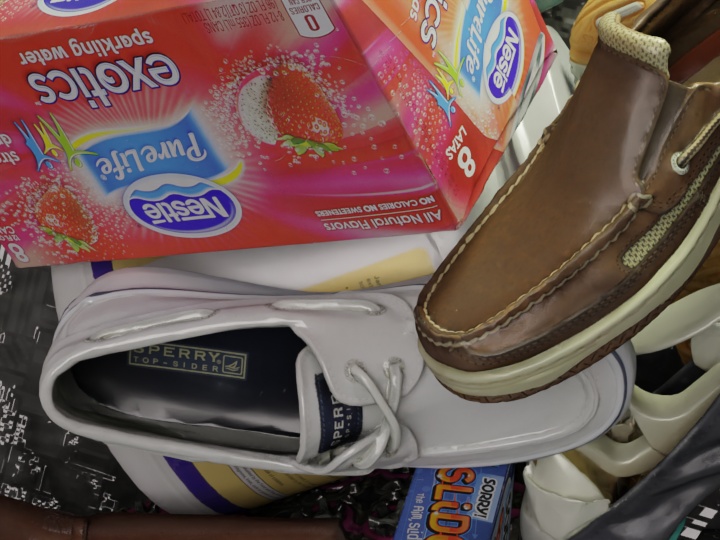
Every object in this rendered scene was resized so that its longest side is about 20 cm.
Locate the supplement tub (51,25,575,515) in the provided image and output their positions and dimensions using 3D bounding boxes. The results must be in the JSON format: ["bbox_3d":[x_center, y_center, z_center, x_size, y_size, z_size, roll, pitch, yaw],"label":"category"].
[{"bbox_3d":[0.000,0.000,0.776,0.199,0.145,0.146,-20,85,14],"label":"supplement tub"}]

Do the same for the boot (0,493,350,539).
[{"bbox_3d":[-0.087,0.089,0.712,0.198,0.187,0.065,6,59,4],"label":"boot"}]

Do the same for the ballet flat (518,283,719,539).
[{"bbox_3d":[0.103,0.058,0.725,0.073,0.073,0.200,51,120,10],"label":"ballet flat"}]

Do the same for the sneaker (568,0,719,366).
[{"bbox_3d":[0.151,-0.030,0.775,0.075,0.088,0.201,-10,110,35],"label":"sneaker"}]

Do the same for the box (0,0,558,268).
[{"bbox_3d":[-0.050,-0.072,0.681,0.199,0.096,0.100,-4,132,36],"label":"box"}]

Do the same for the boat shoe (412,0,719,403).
[{"bbox_3d":[0.087,-0.049,0.639,0.202,0.075,0.075,-43,38,-13],"label":"boat shoe"}]

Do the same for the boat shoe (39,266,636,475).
[{"bbox_3d":[-0.008,0.042,0.679,0.198,0.065,0.074,-1,112,7],"label":"boat shoe"}]

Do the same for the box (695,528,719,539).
[{"bbox_3d":[0.184,0.199,0.743,0.131,0.115,0.202,-2,91,14],"label":"box"}]

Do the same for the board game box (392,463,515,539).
[{"bbox_3d":[0.023,0.176,0.731,0.034,0.136,0.201,8,125,10],"label":"board game box"}]

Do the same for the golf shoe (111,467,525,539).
[{"bbox_3d":[-0.015,0.129,0.827,0.199,0.073,0.093,-12,112,15],"label":"golf shoe"}]

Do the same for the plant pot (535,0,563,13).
[{"bbox_3d":[0.011,-0.156,0.761,0.199,0.200,0.135,-9,105,15],"label":"plant pot"}]
